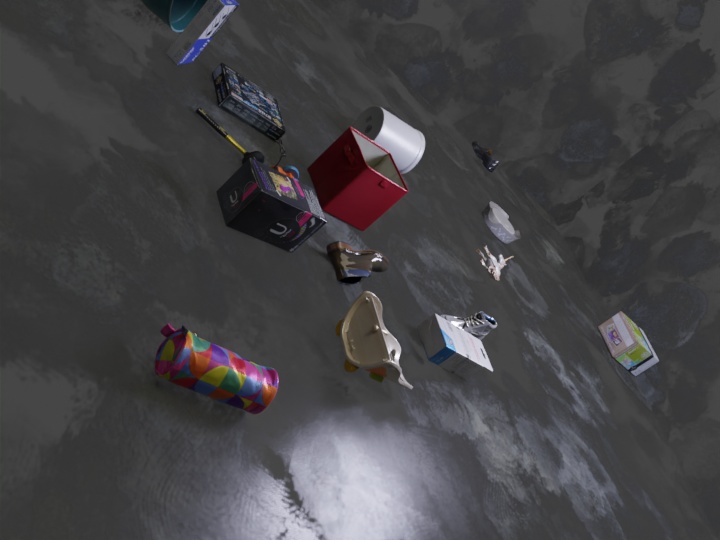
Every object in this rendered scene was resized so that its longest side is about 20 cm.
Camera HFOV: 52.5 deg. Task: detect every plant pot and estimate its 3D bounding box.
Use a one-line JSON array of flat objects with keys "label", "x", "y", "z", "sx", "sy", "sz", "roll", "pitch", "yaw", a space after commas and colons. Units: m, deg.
[{"label": "plant pot", "x": -0.509, "y": -0.759, "z": 1.900, "sx": 0.188, "sy": 0.200, "sz": 0.200, "roll": 34, "pitch": 24, "yaw": 3}]

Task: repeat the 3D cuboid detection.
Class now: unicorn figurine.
[{"label": "unicorn figurine", "x": 0.483, "y": -0.027, "z": 2.669, "sx": 0.137, "sy": 0.074, "sz": 0.200, "roll": 50, "pitch": 36, "yaw": -23}]

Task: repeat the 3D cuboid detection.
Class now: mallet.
[{"label": "mallet", "x": -0.317, "y": -0.313, "z": 1.744, "sx": 0.200, "sy": 0.041, "sz": 0.066, "roll": 40, "pitch": 22, "yaw": -12}]

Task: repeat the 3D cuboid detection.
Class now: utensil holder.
[{"label": "utensil holder", "x": 0.091, "y": -0.441, "z": 2.474, "sx": 0.200, "sy": 0.170, "sz": 0.170, "roll": 24, "pitch": 34, "yaw": -40}]

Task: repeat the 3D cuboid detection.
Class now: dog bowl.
[{"label": "dog bowl", "x": 0.595, "y": -0.199, "z": 3.116, "sx": 0.200, "sy": 0.059, "sz": 0.200, "roll": 38, "pitch": 27, "yaw": -23}]

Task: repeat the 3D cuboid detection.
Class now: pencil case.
[{"label": "pencil case", "x": -0.224, "y": 0.156, "z": 1.146, "sx": 0.200, "sy": 0.088, "sz": 0.088, "roll": 34, "pitch": 28, "yaw": -34}]

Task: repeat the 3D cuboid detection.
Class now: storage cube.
[{"label": "storage cube", "x": -0.009, "y": -0.245, "z": 1.992, "sx": 0.200, "sy": 0.180, "sz": 0.171, "roll": 26, "pitch": 33, "yaw": -44}]

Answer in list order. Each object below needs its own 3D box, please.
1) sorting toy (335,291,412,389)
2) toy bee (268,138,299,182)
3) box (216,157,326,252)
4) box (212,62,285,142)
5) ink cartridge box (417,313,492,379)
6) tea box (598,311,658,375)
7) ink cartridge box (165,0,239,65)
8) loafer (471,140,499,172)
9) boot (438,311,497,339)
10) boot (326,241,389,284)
[{"label": "sorting toy", "x": 0.048, "y": 0.178, "z": 1.575, "sx": 0.180, "sy": 0.107, "sz": 0.200, "roll": 38, "pitch": 25, "yaw": -40}, {"label": "toy bee", "x": -0.198, "y": -0.213, "z": 1.742, "sx": 0.131, "sy": 0.109, "sz": 0.200, "roll": -91, "pitch": 160, "yaw": -67}, {"label": "box", "x": -0.192, "y": -0.138, "z": 1.586, "sx": 0.200, "sy": 0.122, "sz": 0.106, "roll": 22, "pitch": 36, "yaw": -45}, {"label": "box", "x": -0.298, "y": -0.451, "z": 1.961, "sx": 0.200, "sy": 0.046, "sz": 0.159, "roll": 27, "pitch": 32, "yaw": -41}, {"label": "ink cartridge box", "x": 0.248, "y": 0.206, "z": 1.901, "sx": 0.200, "sy": 0.068, "sz": 0.116, "roll": 30, "pitch": 30, "yaw": -36}, {"label": "tea box", "x": 1.207, "y": 0.330, "z": 3.294, "sx": 0.197, "sy": 0.134, "sz": 0.200, "roll": 35, "pitch": 28, "yaw": -28}, {"label": "ink cartridge box", "x": -0.396, "y": -0.604, "z": 1.829, "sx": 0.044, "sy": 0.200, "sz": 0.094, "roll": 46, "pitch": 24, "yaw": -6}, {"label": "loafer", "x": 0.653, "y": -0.605, "z": 3.799, "sx": 0.073, "sy": 0.072, "sz": 0.200, "roll": 5, "pitch": 49, "yaw": -57}, {"label": "boot", "x": 0.304, "y": 0.144, "z": 2.056, "sx": 0.200, "sy": 0.096, "sz": 0.074, "roll": 20, "pitch": 37, "yaw": -48}, {"label": "boot", "x": 0.000, "y": 0.000, "z": 1.797, "sx": 0.200, "sy": 0.075, "sz": 0.097, "roll": 15, "pitch": 52, "yaw": -41}]
